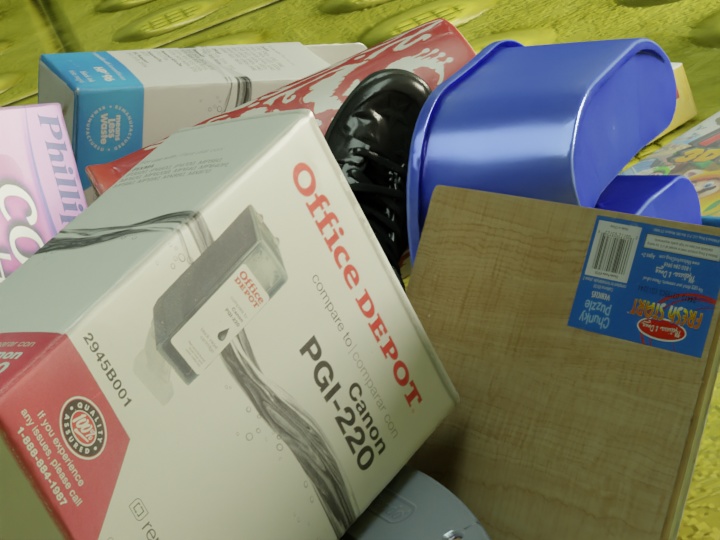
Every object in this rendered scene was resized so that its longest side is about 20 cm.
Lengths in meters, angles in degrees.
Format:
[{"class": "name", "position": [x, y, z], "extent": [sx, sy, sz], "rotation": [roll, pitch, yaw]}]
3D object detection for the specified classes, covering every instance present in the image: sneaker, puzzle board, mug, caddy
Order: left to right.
[{"class": "mug", "position": [-0.027, -0.043, 1.248], "extent": [0.200, 0.134, 0.178], "rotation": [-28, 15, -6]}, {"class": "sneaker", "position": [-0.003, -0.001, 1.117], "extent": [0.104, 0.060, 0.200], "rotation": [-174, 107, -78]}, {"class": "caddy", "position": [0.082, -0.031, 1.115], "extent": [0.105, 0.142, 0.200], "rotation": [-6, 18, 26]}, {"class": "puzzle board", "position": [0.071, 0.049, 0.946], "extent": [0.017, 0.151, 0.200], "rotation": [17, -2, -33]}]

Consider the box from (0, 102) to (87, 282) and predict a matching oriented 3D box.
[{"class": "box", "position": [-0.216, 0.025, 1.107], "extent": [0.097, 0.176, 0.200], "rotation": [-17, -4, 37]}]

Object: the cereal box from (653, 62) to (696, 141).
[{"class": "cereal box", "position": [0.081, -0.083, 1.425], "extent": [0.144, 0.040, 0.200], "rotation": [-31, 22, -30]}]

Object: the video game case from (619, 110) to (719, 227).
[{"class": "video game case", "position": [0.223, -0.065, 1.267], "extent": [0.200, 0.018, 0.143], "rotation": [-31, 21, -31]}]

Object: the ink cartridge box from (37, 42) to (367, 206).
[{"class": "ink cartridge box", "position": [-0.077, -0.063, 1.347], "extent": [0.200, 0.116, 0.068], "rotation": [-6, 24, -25]}]

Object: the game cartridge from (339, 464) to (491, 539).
[{"class": "game cartridge", "position": [-0.022, 0.126, 0.929], "extent": [0.133, 0.041, 0.200], "rotation": [-36, 23, -14]}]

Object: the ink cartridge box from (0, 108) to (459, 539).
[{"class": "ink cartridge box", "position": [-0.068, 0.052, 0.904], "extent": [0.085, 0.146, 0.200], "rotation": [-8, 28, 42]}]
